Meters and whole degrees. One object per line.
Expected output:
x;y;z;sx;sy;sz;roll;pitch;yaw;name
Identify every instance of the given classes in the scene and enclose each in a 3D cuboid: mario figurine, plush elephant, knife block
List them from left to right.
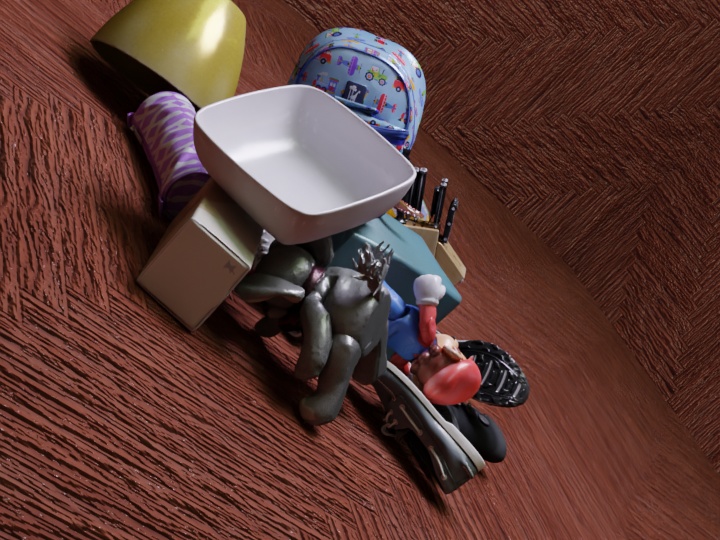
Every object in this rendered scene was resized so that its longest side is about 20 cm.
-0.055;0.038;1.278;0.153;0.202;0.165;22;30;19;plush elephant
0.063;-0.039;1.705;0.176;0.199;0.064;53;13;-5;knife block
0.067;0.073;1.427;0.200;0.106;0.123;45;-15;-3;mario figurine

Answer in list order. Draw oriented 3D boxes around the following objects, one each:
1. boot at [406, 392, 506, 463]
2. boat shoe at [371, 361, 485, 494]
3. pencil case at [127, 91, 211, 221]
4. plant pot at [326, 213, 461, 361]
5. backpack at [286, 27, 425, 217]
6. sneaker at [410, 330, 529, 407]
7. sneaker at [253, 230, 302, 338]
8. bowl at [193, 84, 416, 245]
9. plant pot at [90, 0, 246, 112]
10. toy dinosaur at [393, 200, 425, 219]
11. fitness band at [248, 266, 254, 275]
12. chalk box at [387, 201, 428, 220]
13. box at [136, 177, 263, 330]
0.123;0.210;1.532;0.200;0.065;0.166;39;16;-47;boot
0.055;0.173;1.394;0.200;0.062;0.073;44;-10;14;boat shoe
-0.217;-0.135;1.419;0.084;0.085;0.201;-2;36;-24;pencil case
0.000;0.000;1.554;0.199;0.141;0.142;35;17;-44;plant pot
-0.013;-0.180;1.432;0.181;0.202;0.135;21;12;-2;backpack
0.137;0.130;1.592;0.198;0.075;0.079;20;-15;32;sneaker
-0.097;-0.015;1.396;0.201;0.073;0.071;58;30;-2;sneaker
-0.065;-0.106;1.276;0.199;0.075;0.199;-23;55;-42;bowl
-0.228;-0.296;1.564;0.199;0.143;0.200;32;-7;5;plant pot
-0.026;-0.124;1.605;0.104;0.181;0.202;-17;82;-29;toy dinosaur
-0.158;-0.066;1.506;0.143;0.037;0.201;39;16;-42;fitness band
0.034;-0.107;1.964;0.125;0.123;0.200;63;9;-14;chalk box
-0.159;-0.026;1.250;0.078;0.095;0.200;42;13;-11;box
